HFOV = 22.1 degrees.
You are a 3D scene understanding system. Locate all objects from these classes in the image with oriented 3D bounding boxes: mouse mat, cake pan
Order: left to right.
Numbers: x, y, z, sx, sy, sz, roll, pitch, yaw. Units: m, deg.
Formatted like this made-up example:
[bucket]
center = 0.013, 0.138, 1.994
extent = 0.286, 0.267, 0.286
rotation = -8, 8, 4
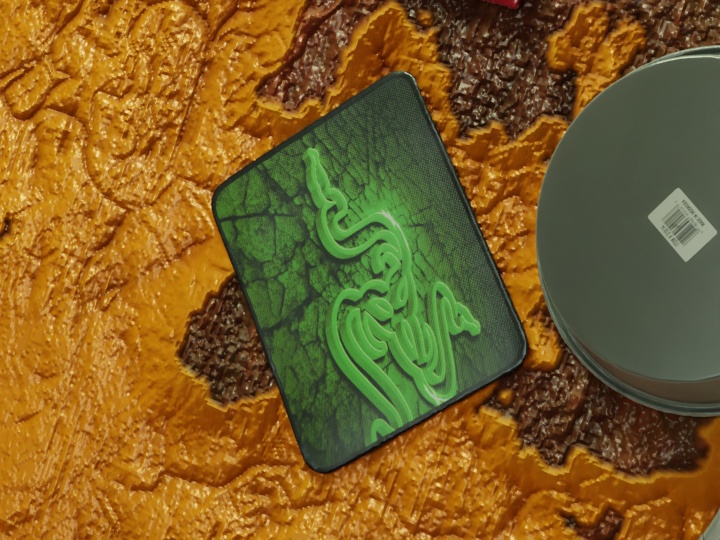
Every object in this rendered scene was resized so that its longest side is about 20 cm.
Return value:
[mouse mat]
center = 0.000, 0.000, 1.091
extent = 0.160, 0.008, 0.201
rotation = -31, 69, 22
[cake pan]
center = 0.178, -0.024, 0.975
extent = 0.199, 0.037, 0.202
rotation = -5, 80, 29

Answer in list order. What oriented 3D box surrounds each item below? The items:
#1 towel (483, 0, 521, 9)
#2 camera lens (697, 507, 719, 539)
[towel]
center = 0.067, -0.267, 1.088
extent = 0.144, 0.022, 0.201
rotation = 21, 93, 32
[camera lens]
center = 0.244, 0.133, 0.839
extent = 0.160, 0.160, 0.201
rotation = 36, 100, 29
